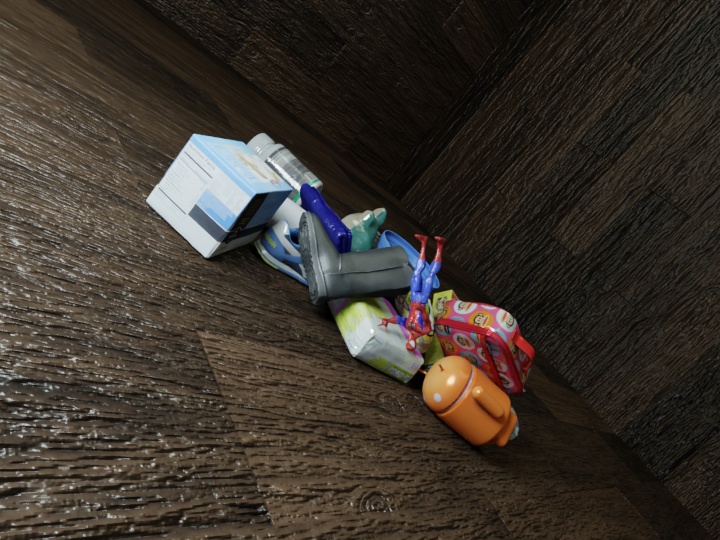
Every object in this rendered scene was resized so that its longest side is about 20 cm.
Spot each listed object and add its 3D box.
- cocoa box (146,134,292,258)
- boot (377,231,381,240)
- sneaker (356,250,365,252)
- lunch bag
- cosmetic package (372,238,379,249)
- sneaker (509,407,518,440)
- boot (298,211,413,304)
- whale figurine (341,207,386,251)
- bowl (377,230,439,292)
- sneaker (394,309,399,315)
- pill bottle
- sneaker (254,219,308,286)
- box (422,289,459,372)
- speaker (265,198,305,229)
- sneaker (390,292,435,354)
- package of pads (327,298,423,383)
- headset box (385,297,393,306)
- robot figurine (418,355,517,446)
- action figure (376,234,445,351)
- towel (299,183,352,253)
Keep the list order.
[{"bbox_3d":[-0.219,-0.124,0.853,0.133,0.132,0.200,42,13,0],"label":"cocoa box"},{"bbox_3d":[0.045,-0.052,1.468,0.199,0.096,0.074,36,14,-25],"label":"boot"},{"bbox_3d":[0.000,0.000,1.090,0.094,0.081,0.200,18,-23,-10],"label":"sneaker"},{"bbox_3d":[0.243,0.148,0.983,0.174,0.082,0.201,9,-39,41],"label":"lunch bag"},{"bbox_3d":[0.069,-0.002,1.400,0.199,0.087,0.104,37,16,-22],"label":"cosmetic package"},{"bbox_3d":[0.264,0.295,1.092,0.198,0.072,0.073,32,25,-27],"label":"sneaker"},{"bbox_3d":[-0.005,-0.029,0.941,0.196,0.066,0.168,-6,79,-25],"label":"boot"},{"bbox_3d":[0.002,-0.082,1.281,0.104,0.159,0.199,50,46,8],"label":"whale figurine"},{"bbox_3d":[0.120,-0.018,1.336,0.200,0.039,0.201,40,18,-16],"label":"bowl"},{"bbox_3d":[0.115,0.123,1.164,0.075,0.081,0.199,48,14,32],"label":"sneaker"},{"bbox_3d":[-0.200,-0.242,1.314,0.200,0.113,0.113,43,13,4],"label":"pill bottle"},{"bbox_3d":[-0.105,-0.028,0.992,0.199,0.083,0.074,30,15,-47],"label":"sneaker"},{"bbox_3d":[0.181,0.144,1.118,0.076,0.049,0.202,51,38,-33],"label":"box"},{"bbox_3d":[-0.184,-0.127,1.073,0.199,0.081,0.082,35,15,-29],"label":"speaker"},{"bbox_3d":[0.114,0.069,1.066,0.074,0.077,0.203,8,48,-28],"label":"sneaker"},{"bbox_3d":[0.021,0.102,0.983,0.154,0.068,0.201,33,16,-36],"label":"package of pads"},{"bbox_3d":[0.091,0.069,1.269,0.199,0.077,0.150,31,18,-44],"label":"headset box"},{"bbox_3d":[0.194,0.239,0.963,0.199,0.117,0.144,41,16,-9],"label":"robot figurine"},{"bbox_3d":[0.090,0.038,0.900,0.064,0.204,0.098,8,0,38],"label":"action figure"},{"bbox_3d":[-0.075,-0.085,1.162,0.201,0.049,0.149,55,-25,39],"label":"towel"}]
